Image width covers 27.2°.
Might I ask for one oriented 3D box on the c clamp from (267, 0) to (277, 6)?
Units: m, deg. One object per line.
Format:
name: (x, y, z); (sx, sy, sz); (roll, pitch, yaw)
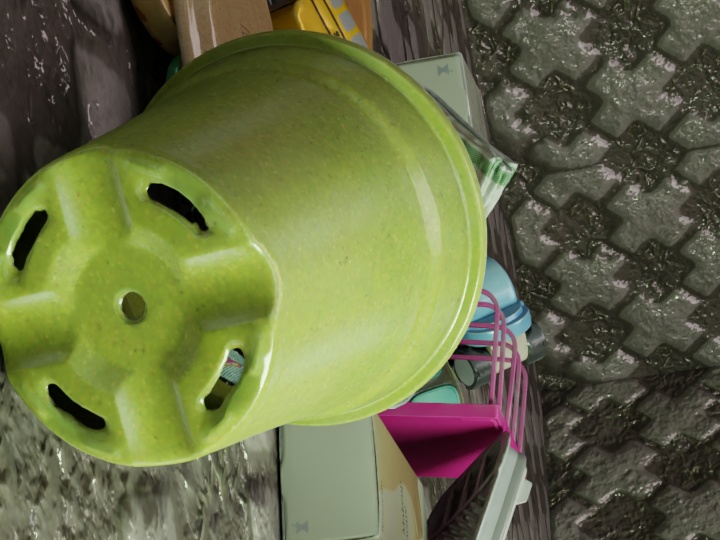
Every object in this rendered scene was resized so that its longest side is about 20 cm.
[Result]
c clamp: (-0.073, -0.282, 1.266); (0.171, 0.027, 0.200); (-66, 147, -63)

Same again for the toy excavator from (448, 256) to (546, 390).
toy excavator: (0.105, 0.006, 1.645); (0.194, 0.100, 0.200); (23, -52, 57)

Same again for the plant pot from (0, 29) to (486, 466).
plant pot: (-0.063, -0.001, 0.665); (0.184, 0.200, 0.201); (-31, 112, -66)

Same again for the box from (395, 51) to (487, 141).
box: (0.094, -0.180, 1.859); (0.200, 0.109, 0.128); (30, 53, -77)

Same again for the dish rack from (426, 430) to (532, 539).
dish rack: (0.082, 0.247, 1.242); (0.172, 0.043, 0.200); (-55, -173, 48)

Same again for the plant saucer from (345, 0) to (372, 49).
plant saucer: (-0.021, -0.206, 1.343); (0.200, 0.032, 0.201); (4, 90, -77)

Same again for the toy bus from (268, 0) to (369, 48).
toy bus: (-0.013, -0.118, 1.153); (0.078, 0.065, 0.200); (-45, 112, -43)

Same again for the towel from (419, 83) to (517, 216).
towel: (0.043, -0.033, 1.202); (0.149, 0.031, 0.200); (50, -58, 48)

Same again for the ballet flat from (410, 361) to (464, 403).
ballet flat: (0.070, 0.115, 1.614); (0.071, 0.071, 0.200); (-77, 156, -64)

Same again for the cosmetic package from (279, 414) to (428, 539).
cosmetic package: (-0.001, 0.182, 1.118); (0.200, 0.071, 0.105); (62, 22, -63)

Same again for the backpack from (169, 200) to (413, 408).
backpack: (-0.020, -0.001, 0.882); (0.200, 0.153, 0.176); (72, 38, -70)

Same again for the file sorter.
file sorter: (0.074, 0.104, 1.356); (0.200, 0.139, 0.126); (60, 33, -64)

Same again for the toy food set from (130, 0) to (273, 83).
toy food set: (-0.093, -0.137, 0.941); (0.200, 0.049, 0.198); (-52, 133, -77)
